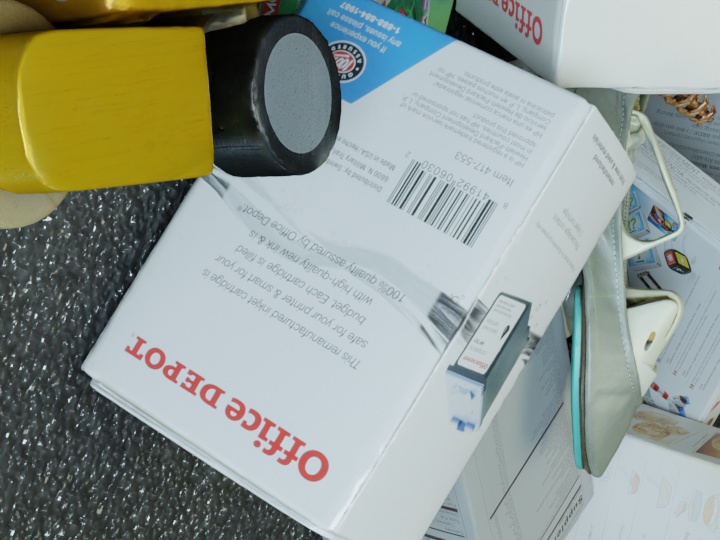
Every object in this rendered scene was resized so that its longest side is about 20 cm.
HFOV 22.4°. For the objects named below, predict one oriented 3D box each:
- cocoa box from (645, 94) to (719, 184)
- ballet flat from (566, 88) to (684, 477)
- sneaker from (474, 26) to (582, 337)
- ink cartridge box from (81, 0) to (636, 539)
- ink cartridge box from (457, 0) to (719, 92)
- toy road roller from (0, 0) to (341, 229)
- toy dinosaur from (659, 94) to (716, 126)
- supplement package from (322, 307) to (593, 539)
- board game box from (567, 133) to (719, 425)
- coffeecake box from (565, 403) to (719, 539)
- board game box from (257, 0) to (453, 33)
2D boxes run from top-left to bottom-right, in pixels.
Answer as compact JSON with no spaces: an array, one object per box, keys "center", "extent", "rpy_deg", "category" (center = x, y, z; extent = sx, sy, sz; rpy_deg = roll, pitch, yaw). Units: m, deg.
[{"center":[0.256,-0.081,1.125],"extent":[0.131,0.199,0.134],"rpy_deg":[38,71,-58],"category":"cocoa box"},{"center":[0.129,0.000,0.892],"extent":[0.067,0.063,0.201],"rpy_deg":[4,82,-79],"category":"ballet flat"},{"center":[0.069,-0.055,0.963],"extent":[0.074,0.088,0.201],"rpy_deg":[-22,100,-81],"category":"sneaker"},{"center":[0.000,0.000,0.770],"extent":[0.201,0.146,0.086],"rpy_deg":[-59,151,-3],"category":"ink cartridge box"},{"center":[0.137,-0.194,0.812],"extent":[0.144,0.147,0.201],"rpy_deg":[-1,112,-15],"category":"ink cartridge box"},{"center":[-0.105,-0.096,0.620],"extent":[0.200,0.122,0.147],"rpy_deg":[-17,104,-55],"category":"toy road roller"},{"center":[0.143,-0.175,0.969],"extent":[0.135,0.102,0.200],"rpy_deg":[-28,131,-1],"category":"toy dinosaur"},{"center":[0.038,0.075,0.932],"extent":[0.114,0.109,0.201],"rpy_deg":[-51,143,-34],"category":"supplement package"},{"center":[0.166,0.015,1.030],"extent":[0.035,0.126,0.200],"rpy_deg":[-40,160,-27],"category":"board game box"},{"center":[0.137,0.155,1.045],"extent":[0.073,0.199,0.155],"rpy_deg":[-10,113,-56],"category":"coffeecake box"},{"center":[0.014,-0.186,0.848],"extent":[0.134,0.029,0.201],"rpy_deg":[7,98,-60],"category":"board game box"}]
